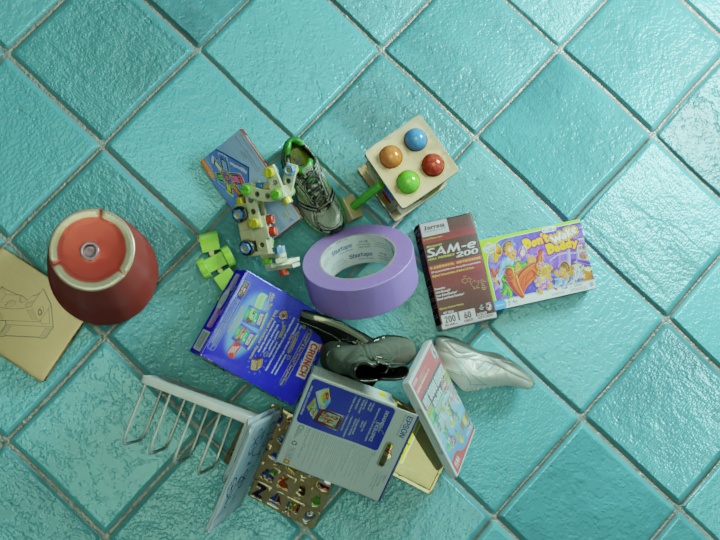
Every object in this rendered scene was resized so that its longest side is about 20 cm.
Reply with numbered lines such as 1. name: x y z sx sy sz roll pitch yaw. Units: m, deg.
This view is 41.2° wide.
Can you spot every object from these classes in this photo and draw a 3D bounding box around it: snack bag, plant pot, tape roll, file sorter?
1. snack bag: -0.199 0.333 1.626 0.021 0.189 0.201 23 94 9
2. plant pot: -0.454 -0.016 1.656 0.199 0.177 0.202 2 78 -8
3. tape roll: 0.000 0.000 1.694 0.199 0.200 0.066 -17 126 -6
4. file sorter: -0.288 0.273 1.656 0.199 0.139 0.125 20 86 5

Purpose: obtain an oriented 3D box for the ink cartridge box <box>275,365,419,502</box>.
1. ink cartridge box: -0.023 0.283 1.657 0.199 0.047 0.199 21 114 -4

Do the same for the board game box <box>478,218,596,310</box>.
1. board game box: 0.327 -0.009 1.796 0.199 0.045 0.135 -12 84 -6

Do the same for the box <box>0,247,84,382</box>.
1. box: -0.606 0.078 1.720 0.199 0.021 0.164 33 81 1

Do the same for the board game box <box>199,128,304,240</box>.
1. board game box: -0.201 -0.149 1.765 0.103 0.019 0.201 -35 87 13

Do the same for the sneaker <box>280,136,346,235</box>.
1. sneaker: -0.093 -0.153 1.748 0.078 0.085 0.201 -30 78 -4

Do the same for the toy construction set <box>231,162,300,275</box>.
1. toy construction set: -0.161 -0.086 1.710 0.130 0.092 0.202 -9 83 18

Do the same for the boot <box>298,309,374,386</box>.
1. boot: -0.046 0.170 1.677 0.203 0.073 0.154 30 85 -30

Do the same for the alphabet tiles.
1. alphabet tiles: -0.137 0.344 1.722 0.199 0.008 0.168 27 90 3

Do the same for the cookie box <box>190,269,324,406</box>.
1. cookie box: -0.169 0.119 1.693 0.199 0.075 0.172 33 80 -22

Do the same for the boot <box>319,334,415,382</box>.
1. boot: 0.041 0.159 1.608 0.199 0.130 0.068 -2 102 -36

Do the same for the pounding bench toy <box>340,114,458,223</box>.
1. pounding bench toy: 0.055 -0.163 1.736 0.199 0.156 0.125 -35 87 -7

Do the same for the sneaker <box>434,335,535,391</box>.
1. sneaker: 0.221 0.186 1.760 0.199 0.070 0.081 19 97 1

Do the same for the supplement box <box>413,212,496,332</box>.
1. supplement box: 0.175 0.004 1.774 0.108 0.061 0.201 -13 84 -6

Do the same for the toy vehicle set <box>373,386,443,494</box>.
1. toy vehicle set: 0.067 0.305 1.745 0.199 0.027 0.125 28 82 -1

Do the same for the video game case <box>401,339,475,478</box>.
1. video game case: 0.140 0.242 1.682 0.017 0.143 0.201 -17 109 28

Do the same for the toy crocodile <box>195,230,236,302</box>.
1. toy crocodile: -0.243 0.021 1.743 0.067 0.062 0.201 -28 91 -8
